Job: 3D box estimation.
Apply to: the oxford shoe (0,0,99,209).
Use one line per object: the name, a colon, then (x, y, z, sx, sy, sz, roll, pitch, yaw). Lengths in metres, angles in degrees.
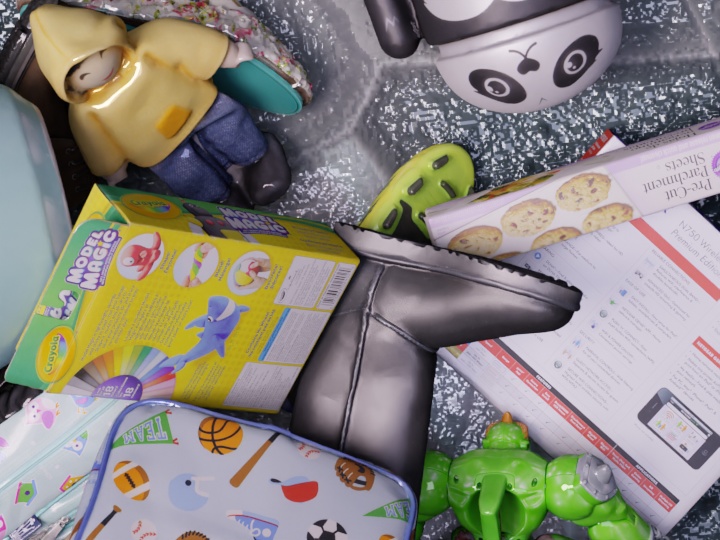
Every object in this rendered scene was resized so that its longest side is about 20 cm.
oxford shoe: (-0.197, -0.086, 1.437, 0.084, 0.073, 0.201, 15, 128, -6)

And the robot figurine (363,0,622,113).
robot figurine: (0.085, -0.195, 1.396, 0.124, 0.150, 0.202, -23, 99, -35)

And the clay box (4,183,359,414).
clay box: (-0.107, 0.018, 1.312, 0.199, 0.048, 0.115, 10, 117, -42)

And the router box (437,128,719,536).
router box: (0.173, 0.044, 1.470, 0.200, 0.049, 0.180, 42, 98, -5)

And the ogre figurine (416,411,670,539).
ogre figurine: (0.094, 0.160, 1.442, 0.199, 0.098, 0.121, 15, 137, 27)

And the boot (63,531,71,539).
boot: (-0.141, 0.203, 1.411, 0.072, 0.200, 0.167, 43, 133, 14)

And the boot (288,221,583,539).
boot: (0.035, 0.087, 1.369, 0.164, 0.066, 0.202, 14, 93, 25)

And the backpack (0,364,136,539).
backpack: (-0.199, 0.097, 1.411, 0.199, 0.167, 0.127, -33, 115, 2)

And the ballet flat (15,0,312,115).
ballet flat: (-0.118, -0.160, 1.443, 0.199, 0.076, 0.064, 19, 66, -6)

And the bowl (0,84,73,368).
bowl: (-0.224, -0.028, 1.335, 0.104, 0.201, 0.203, -13, 99, -11)

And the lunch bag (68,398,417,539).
lunch bag: (-0.073, 0.167, 1.292, 0.198, 0.076, 0.161, 15, 55, 0)

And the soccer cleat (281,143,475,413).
soccer cleat: (-0.001, 0.000, 1.462, 0.065, 0.084, 0.201, 37, 81, -33)

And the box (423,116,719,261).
box: (0.138, -0.045, 1.411, 0.198, 0.039, 0.042, -16, 101, 2)

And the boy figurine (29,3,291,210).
boy figurine: (-0.121, -0.102, 1.391, 0.124, 0.065, 0.200, -38, 137, 9)
